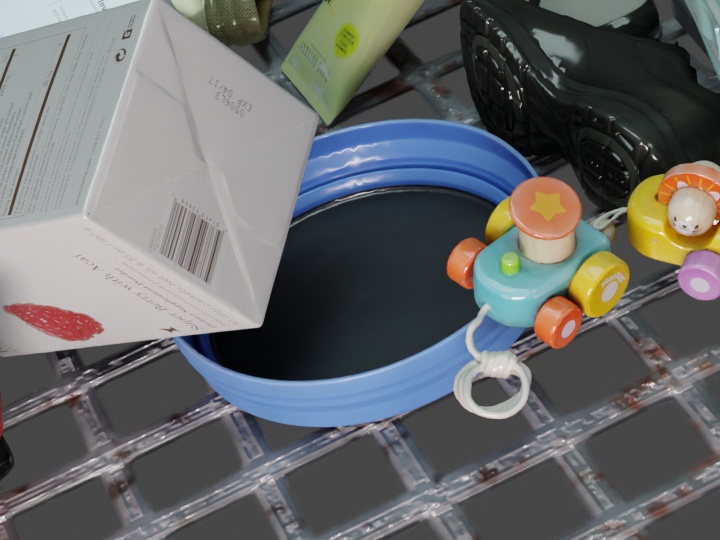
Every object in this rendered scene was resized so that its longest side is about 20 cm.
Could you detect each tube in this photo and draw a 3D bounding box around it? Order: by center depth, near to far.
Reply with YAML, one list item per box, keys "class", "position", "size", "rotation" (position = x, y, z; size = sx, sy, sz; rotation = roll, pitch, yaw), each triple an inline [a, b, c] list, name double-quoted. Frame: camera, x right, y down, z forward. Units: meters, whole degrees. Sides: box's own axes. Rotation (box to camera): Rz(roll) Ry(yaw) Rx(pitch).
- class: "tube"
  position: [0.025, -0.178, 1.232]
  size: [0.200, 0.052, 0.058]
  rotation: [-53, -4, 14]

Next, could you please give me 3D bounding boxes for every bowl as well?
- class: "bowl"
  position: [0.000, 0.000, 1.089]
  size: [0.200, 0.039, 0.201]
  rotation: [-12, 39, 9]

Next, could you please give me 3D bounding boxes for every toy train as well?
- class: "toy train"
  position: [0.138, 0.004, 0.977]
  size: [0.200, 0.056, 0.150]
  rotation: [-5, 44, 0]

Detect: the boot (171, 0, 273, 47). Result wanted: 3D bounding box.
- class: "boot"
  position: [-0.133, -0.195, 1.351]
  size: [0.155, 0.073, 0.200]
  rotation: [-15, 43, 7]

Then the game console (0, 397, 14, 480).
- class: "game console"
  position: [-0.273, 0.102, 1.018]
  size: [0.200, 0.119, 0.172]
  rotation: [-39, 42, -24]

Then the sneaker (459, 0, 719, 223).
- class: "sneaker"
  position: [0.125, -0.094, 1.137]
  size: [0.091, 0.076, 0.200]
  rotation: [-24, 44, -22]

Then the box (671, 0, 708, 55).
- class: "box"
  position: [0.267, -0.129, 1.119]
  size: [0.156, 0.041, 0.200]
  rotation: [-22, 39, -4]

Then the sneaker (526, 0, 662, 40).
- class: "sneaker"
  position: [0.106, -0.182, 1.234]
  size: [0.074, 0.080, 0.200]
  rotation: [-24, 40, -9]

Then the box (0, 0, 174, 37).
- class: "box"
  position: [-0.190, -0.094, 1.232]
  size: [0.200, 0.041, 0.156]
  rotation: [-27, 66, -7]

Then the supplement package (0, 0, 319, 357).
- class: "supplement package"
  position: [-0.142, -0.039, 1.066]
  size: [0.200, 0.121, 0.120]
  rotation: [-8, 59, 43]

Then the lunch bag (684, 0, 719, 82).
- class: "lunch bag"
  position: [0.231, -0.153, 1.057]
  size: [0.160, 0.077, 0.200]
  rotation: [-17, 38, 6]
